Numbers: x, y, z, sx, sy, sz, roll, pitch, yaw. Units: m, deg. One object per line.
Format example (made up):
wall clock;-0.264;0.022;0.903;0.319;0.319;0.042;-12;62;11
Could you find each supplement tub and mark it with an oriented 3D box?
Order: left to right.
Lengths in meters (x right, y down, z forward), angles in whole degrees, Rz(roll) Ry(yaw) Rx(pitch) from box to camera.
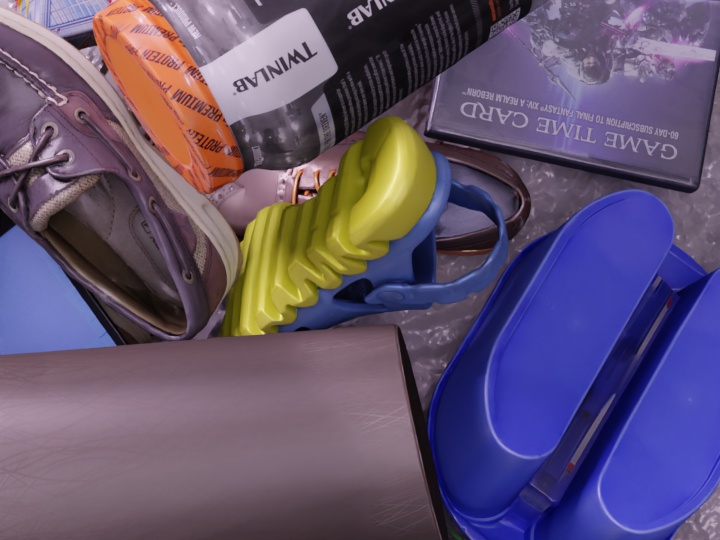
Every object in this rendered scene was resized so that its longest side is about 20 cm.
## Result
supplement tub;-0.014;-0.128;1.331;0.200;0.122;0.123;-35;92;-13

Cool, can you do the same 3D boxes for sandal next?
sandal;0.000;0.000;1.382;0.087;0.200;0.080;22;63;-23

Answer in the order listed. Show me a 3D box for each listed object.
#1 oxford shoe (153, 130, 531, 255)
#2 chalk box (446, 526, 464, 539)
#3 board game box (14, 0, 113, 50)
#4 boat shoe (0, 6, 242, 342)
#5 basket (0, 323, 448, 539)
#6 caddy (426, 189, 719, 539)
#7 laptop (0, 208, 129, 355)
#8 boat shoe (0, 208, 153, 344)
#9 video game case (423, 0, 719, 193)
oxford shoe;-0.013;-0.043;1.458;0.199;0.073;0.072;0;89;-5
chalk box;0.081;0.231;1.395;0.200;0.124;0.125;36;85;30
board game box;-0.105;-0.195;1.437;0.199;0.062;0.201;-31;92;-20
boat shoe;-0.136;-0.045;1.362;0.072;0.065;0.200;-36;109;24
basket;-0.066;0.102;1.354;0.199;0.136;0.181;-12;117;3
caddy;0.120;0.059;1.448;0.141;0.105;0.200;35;65;-3
laptop;-0.234;0.034;1.385;0.177;0.200;0.104;-36;54;21
boat shoe;-0.158;-0.051;1.445;0.075;0.075;0.202;-42;93;-11
video game case;0.119;-0.151;1.488;0.142;0.019;0.201;12;81;-5
